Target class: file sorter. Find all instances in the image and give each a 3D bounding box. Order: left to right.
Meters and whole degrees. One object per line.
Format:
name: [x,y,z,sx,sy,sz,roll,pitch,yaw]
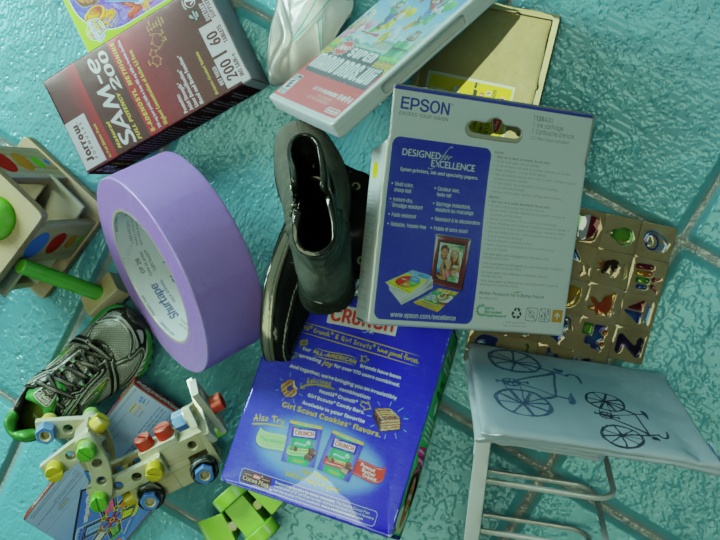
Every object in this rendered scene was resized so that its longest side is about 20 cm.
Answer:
file sorter: [0.158,0.213,0.866,0.124,0.139,0.201,6,103,8]

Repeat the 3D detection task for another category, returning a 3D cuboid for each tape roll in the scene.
tape roll: [-0.171,-0.007,0.903,0.065,0.200,0.201,-29,87,-27]

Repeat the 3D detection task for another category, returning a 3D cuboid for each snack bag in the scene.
snack bag: [0.190,0.116,0.820,0.198,0.189,0.022,8,107,0]

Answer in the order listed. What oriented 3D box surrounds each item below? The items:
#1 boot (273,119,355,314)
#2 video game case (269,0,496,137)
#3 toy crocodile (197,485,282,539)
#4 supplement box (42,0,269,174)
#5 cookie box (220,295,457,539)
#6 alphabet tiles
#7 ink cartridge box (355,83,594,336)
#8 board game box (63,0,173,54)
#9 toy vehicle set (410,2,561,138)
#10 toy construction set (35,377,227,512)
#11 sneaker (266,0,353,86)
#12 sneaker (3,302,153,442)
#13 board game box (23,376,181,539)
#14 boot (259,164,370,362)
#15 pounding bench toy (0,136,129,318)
boot: [-0.038,-0.074,0.796,0.067,0.131,0.201,-10,60,-3]
video game case: [0.021,-0.201,0.849,0.200,0.143,0.017,-42,122,-8]
toy crocodile: [-0.085,0.219,0.975,0.200,0.062,0.068,-43,85,8]
supplement box: [-0.206,-0.189,0.963,0.199,0.061,0.109,-27,89,14]
cookie box: [-0.015,0.130,0.907,0.170,0.075,0.201,16,77,12]
alphabet tiles: [0.193,0.040,0.907,0.166,0.008,0.201,12,101,3]
ink cartridge box: [0.100,-0.048,0.837,0.196,0.047,0.202,5,94,-20]
board game box: [-0.254,-0.337,0.970,0.134,0.045,0.201,-27,89,13]
toy vehicle set: [0.106,-0.153,0.913,0.123,0.027,0.201,15,98,11]
toy construction set: [-0.210,0.169,0.946,0.199,0.092,0.132,-20,113,14]
sneaker: [-0.045,-0.277,0.924,0.080,0.070,0.202,4,99,-3]
sneaker: [-0.288,0.114,0.984,0.078,0.085,0.200,45,110,3]
board game box: [-0.256,0.216,1.011,0.103,0.019,0.200,38,102,-14]
boot: [0.000,-0.001,0.872,0.153,0.074,0.205,13,69,7]
pounding bench toy: [-0.337,-0.027,0.957,0.200,0.156,0.124,42,102,6]
